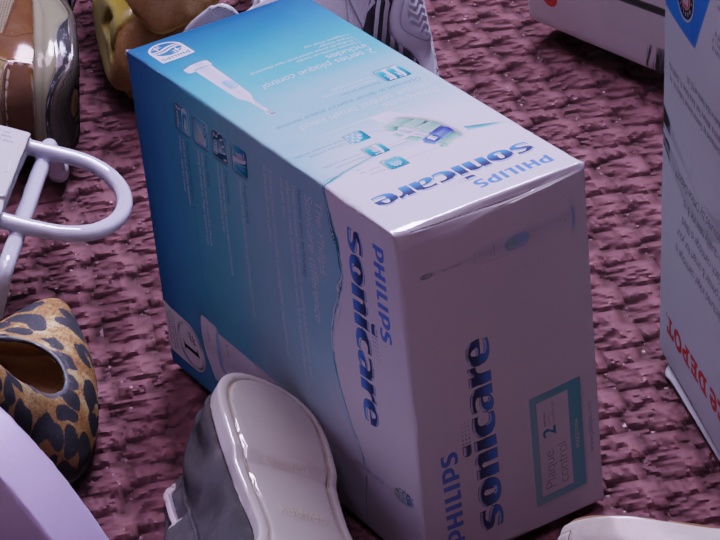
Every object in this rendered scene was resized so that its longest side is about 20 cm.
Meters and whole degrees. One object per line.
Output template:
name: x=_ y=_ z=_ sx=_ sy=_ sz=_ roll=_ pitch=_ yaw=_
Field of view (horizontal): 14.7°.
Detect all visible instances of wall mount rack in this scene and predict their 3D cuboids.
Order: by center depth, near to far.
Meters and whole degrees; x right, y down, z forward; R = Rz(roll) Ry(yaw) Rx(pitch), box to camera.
wall mount rack: x=-0.197 y=-0.041 z=1.217 sx=0.199 sy=0.075 sz=0.174 roll=15 pitch=33 yaw=-3

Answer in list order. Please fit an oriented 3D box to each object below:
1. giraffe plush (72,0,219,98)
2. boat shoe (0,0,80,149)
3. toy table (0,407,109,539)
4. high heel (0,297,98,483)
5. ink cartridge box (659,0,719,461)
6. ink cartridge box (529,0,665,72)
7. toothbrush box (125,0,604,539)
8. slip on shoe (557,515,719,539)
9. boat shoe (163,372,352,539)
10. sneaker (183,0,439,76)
giraffe plush: x=-0.054 y=-0.172 z=1.404 sx=0.161 sy=0.174 sz=0.200 roll=-3 pitch=-7 yaw=-16
boat shoe: x=-0.177 y=-0.120 z=1.364 sx=0.073 sy=0.076 sz=0.200 roll=-3 pitch=24 yaw=-7
toy table: x=-0.162 y=0.115 z=0.875 sx=0.200 sy=0.184 sz=0.117 roll=38 pitch=44 yaw=17
high heel: x=-0.147 y=0.022 z=1.051 sx=0.071 sy=0.143 sz=0.200 roll=1 pitch=30 yaw=12
ink cartridge box: x=0.168 y=-0.026 z=1.021 sx=0.084 sy=0.201 sz=0.146 roll=-8 pitch=29 yaw=-8
ink cartridge box: x=0.167 y=-0.168 z=1.311 sx=0.084 sy=0.147 sz=0.200 roll=-26 pitch=34 yaw=-31
toothbrush box: x=0.000 y=0.000 z=1.060 sx=0.085 sy=0.147 sz=0.200 roll=-21 pitch=32 yaw=-24
slip on shoe: x=0.161 y=0.121 z=0.911 sx=0.199 sy=0.076 sz=0.061 roll=5 pitch=70 yaw=3
boat shoe: x=-0.033 y=0.114 z=0.971 sx=0.067 sy=0.057 sz=0.200 roll=21 pitch=27 yaw=-20
sneaker: x=-0.032 y=-0.135 z=1.258 sx=0.114 sy=0.201 sz=0.075 roll=-11 pitch=17 yaw=2
